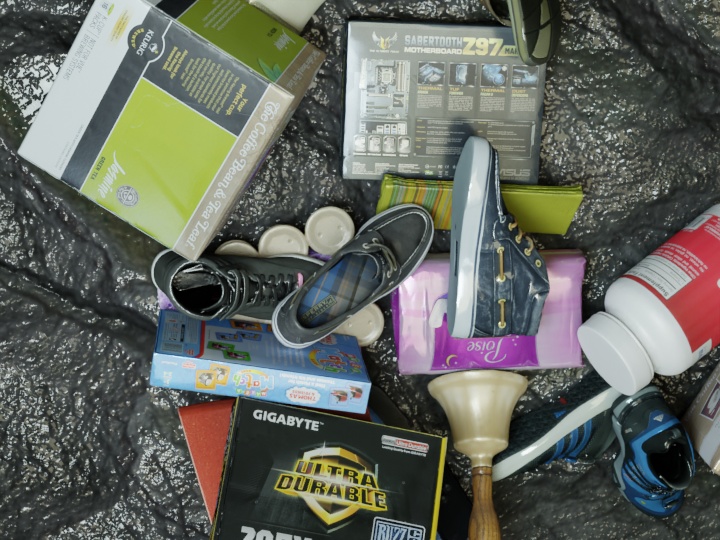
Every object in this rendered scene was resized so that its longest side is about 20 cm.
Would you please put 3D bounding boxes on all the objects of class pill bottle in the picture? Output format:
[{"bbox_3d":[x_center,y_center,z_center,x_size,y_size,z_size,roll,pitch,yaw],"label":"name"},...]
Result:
[{"bbox_3d":[0.318,0.031,1.479,0.200,0.112,0.112,-37,105,-13],"label":"pill bottle"}]

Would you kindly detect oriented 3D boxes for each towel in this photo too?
[{"bbox_3d":[0.117,-0.065,1.488,0.200,0.086,0.018,3,64,-6],"label":"towel"}]

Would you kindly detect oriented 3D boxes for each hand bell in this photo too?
[{"bbox_3d":[0.123,0.209,1.488,0.104,0.104,0.200,0,69,-4],"label":"hand bell"}]

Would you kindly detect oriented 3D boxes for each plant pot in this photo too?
[{"bbox_3d":[-0.061,0.221,1.453,0.176,0.200,0.200,-16,74,-7],"label":"plant pot"}]

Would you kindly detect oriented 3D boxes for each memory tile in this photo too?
[{"bbox_3d":[-0.085,0.032,1.491,0.200,0.017,0.153,-19,104,-1],"label":"memory tile"}]

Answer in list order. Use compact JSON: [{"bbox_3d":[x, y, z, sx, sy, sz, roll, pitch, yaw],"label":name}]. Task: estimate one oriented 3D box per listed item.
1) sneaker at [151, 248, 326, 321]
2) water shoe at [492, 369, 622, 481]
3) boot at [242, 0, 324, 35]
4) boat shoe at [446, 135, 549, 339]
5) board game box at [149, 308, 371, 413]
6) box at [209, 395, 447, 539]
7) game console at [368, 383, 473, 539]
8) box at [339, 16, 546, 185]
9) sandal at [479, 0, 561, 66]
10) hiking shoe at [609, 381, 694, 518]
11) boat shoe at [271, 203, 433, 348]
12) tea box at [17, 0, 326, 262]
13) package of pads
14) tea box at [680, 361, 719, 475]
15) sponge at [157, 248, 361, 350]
[{"bbox_3d":[-0.102,0.022,1.428,0.200,0.099,0.071,7,101,-9],"label":"sneaker"},{"bbox_3d":[0.218,0.178,1.554,0.200,0.072,0.079,-33,110,4],"label":"water shoe"},{"bbox_3d":[-0.102,-0.316,1.407,0.200,0.072,0.155,40,100,-13],"label":"boot"},{"bbox_3d":[0.135,-0.031,1.427,0.091,0.071,0.201,1,108,-8],"label":"boat shoe"},{"bbox_3d":[-0.097,0.085,1.416,0.200,0.151,0.037,8,103,-7],"label":"board game box"},{"bbox_3d":[-0.030,0.212,1.342,0.200,0.049,0.160,13,69,-9],"label":"box"},{"bbox_3d":[-0.004,0.252,1.535,0.200,0.172,0.119,-40,130,6],"label":"game console"},{"bbox_3d":[0.081,-0.167,1.466,0.200,0.051,0.158,1,105,-4],"label":"box"},{"bbox_3d":[0.137,-0.284,1.421,0.057,0.080,0.201,-28,75,35],"label":"sandal"},{"bbox_3d":[0.305,0.206,1.529,0.074,0.087,0.200,-28,134,-4],"label":"hiking shoe"},{"bbox_3d":[0.000,0.000,1.410,0.200,0.066,0.070,-35,92,-22],"label":"boat shoe"},{"bbox_3d":[-0.172,-0.154,1.372,0.197,0.134,0.200,33,118,-3],"label":"tea box"},{"bbox_3d":[0.130,0.042,1.510,0.200,0.076,0.121,-2,102,-4],"label":"package of pads"},{"bbox_3d":[0.472,0.145,1.525,0.197,0.134,0.200,28,100,-10],"label":"tea box"},{"bbox_3d":[-0.103,0.039,1.515,0.200,0.030,0.112,-6,104,-3],"label":"sponge"}]
